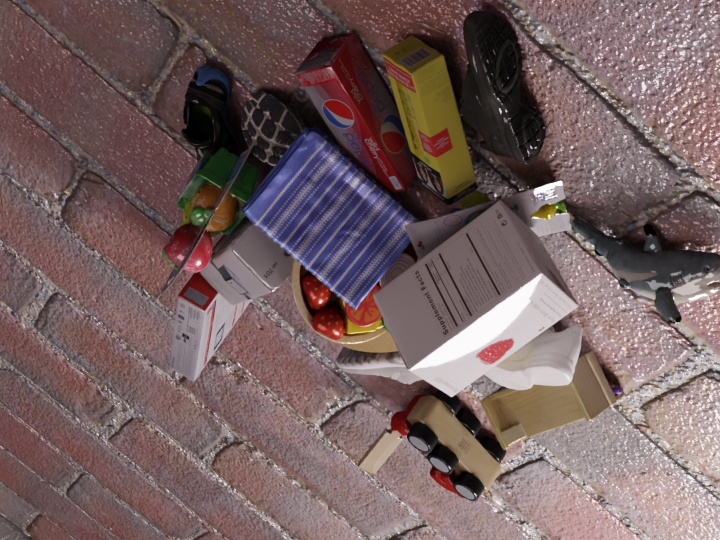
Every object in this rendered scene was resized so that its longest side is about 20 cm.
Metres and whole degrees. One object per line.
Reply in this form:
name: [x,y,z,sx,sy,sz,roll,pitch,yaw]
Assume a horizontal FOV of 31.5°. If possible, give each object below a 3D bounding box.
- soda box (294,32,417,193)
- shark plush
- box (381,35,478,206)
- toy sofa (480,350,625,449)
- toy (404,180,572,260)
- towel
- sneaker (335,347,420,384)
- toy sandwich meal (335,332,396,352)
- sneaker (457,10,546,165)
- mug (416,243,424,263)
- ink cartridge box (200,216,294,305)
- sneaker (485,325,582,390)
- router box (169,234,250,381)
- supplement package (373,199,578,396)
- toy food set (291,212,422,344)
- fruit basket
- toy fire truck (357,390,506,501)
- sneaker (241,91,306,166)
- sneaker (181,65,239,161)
soda box: [0.003,-0.194,1.607,0.063,0.070,0.201,-4,130,41]
shark plush: [0.356,-0.020,1.569,0.199,0.090,0.084,36,129,34]
box: [0.086,-0.180,1.554,0.075,0.050,0.202,44,159,46]
toy sofa: [0.274,0.181,1.825,0.199,0.097,0.084,-30,86,51]
toy: [0.159,-0.069,1.591,0.197,0.048,0.115,-13,149,10]
towel: [-0.035,-0.067,1.620,0.199,0.145,0.024,40,-176,-11]
sneaker: [0.048,0.146,1.950,0.198,0.075,0.083,-1,131,38]
toy sandwich meal: [0.019,0.055,1.853,0.201,0.071,0.206,3,150,2]
sneaker: [0.146,-0.208,1.483,0.090,0.076,0.202,11,136,39]
mug: [0.155,0.035,1.717,0.151,0.187,0.152,8,106,12]
ink cartridge box: [-0.132,-0.038,1.778,0.086,0.147,0.200,44,161,-9]
sneaker: [0.233,0.110,1.762,0.075,0.089,0.199,39,156,-28]
router box: [-0.222,0.045,1.958,0.048,0.180,0.201,27,143,8]
supplement package: [0.139,0.037,1.547,0.199,0.121,0.121,-37,144,15]
toy food set: [0.000,0.000,1.701,0.048,0.195,0.204,22,114,61]
fruit basket: [-0.221,-0.061,1.716,0.093,0.201,0.185,36,155,-8]
toy fire truck: [0.104,0.293,2.050,0.176,0.129,0.199,46,154,-17]
sneaker: [-0.081,-0.161,1.702,0.200,0.079,0.078,41,106,17]
sneaker: [-0.216,-0.191,1.769,0.070,0.083,0.201,21,144,16]
